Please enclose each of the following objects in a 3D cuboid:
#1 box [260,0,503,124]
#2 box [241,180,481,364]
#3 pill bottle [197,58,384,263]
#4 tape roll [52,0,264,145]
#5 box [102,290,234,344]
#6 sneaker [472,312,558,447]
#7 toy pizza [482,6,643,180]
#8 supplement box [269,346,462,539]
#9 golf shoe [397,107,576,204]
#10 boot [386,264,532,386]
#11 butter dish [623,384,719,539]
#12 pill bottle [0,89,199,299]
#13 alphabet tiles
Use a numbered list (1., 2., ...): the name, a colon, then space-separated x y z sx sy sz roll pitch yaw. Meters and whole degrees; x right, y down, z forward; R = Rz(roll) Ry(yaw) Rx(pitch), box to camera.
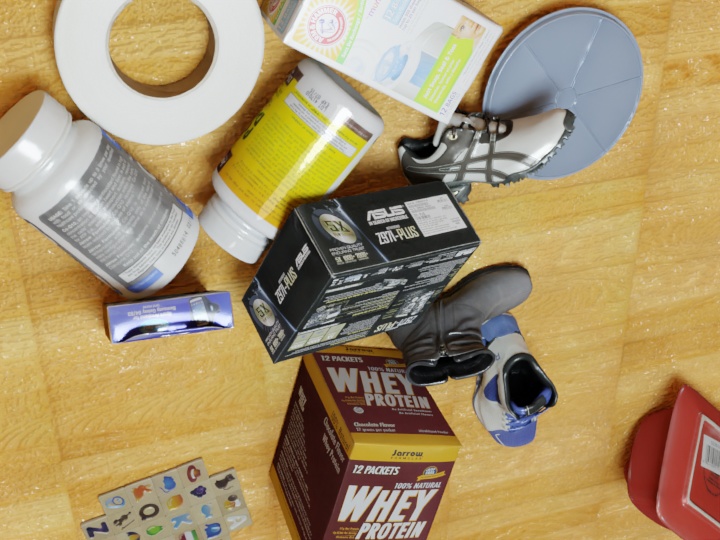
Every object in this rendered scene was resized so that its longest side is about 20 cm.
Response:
1. box: 0.018 -0.244 0.989 0.199 0.102 0.113 22 110 -29
2. box: 0.000 0.000 1.065 0.199 0.087 0.164 -13 152 -35
3. pill bottle: -0.075 -0.107 1.030 0.109 0.109 0.200 33 104 -32
4. tape roll: -0.190 -0.219 0.967 0.201 0.037 0.205 -9 122 -14
5. box: -0.198 0.045 1.026 0.118 0.200 0.042 -7 89 -16
6. sneaker: 0.195 0.164 1.284 0.080 0.115 0.201 -18 125 -8
7. toy pizza: 0.224 -0.197 1.135 0.198 0.032 0.202 -10 123 -15
8. supplement box: -0.002 0.225 1.198 0.132 0.198 0.202 6 116 -23
9. golf shoe: 0.128 -0.135 1.079 0.199 0.078 0.095 -24 116 25
10. boot: 0.132 0.071 1.197 0.198 0.132 0.070 -22 124 -7
11. butter dish: 0.442 0.288 1.439 0.199 0.147 0.201 35 63 -31
12. pill bottle: -0.261 -0.071 0.980 0.114 0.114 0.200 -41 125 6
13. alphabet tiles: -0.241 0.320 1.282 0.198 0.006 0.168 -19 123 -9
